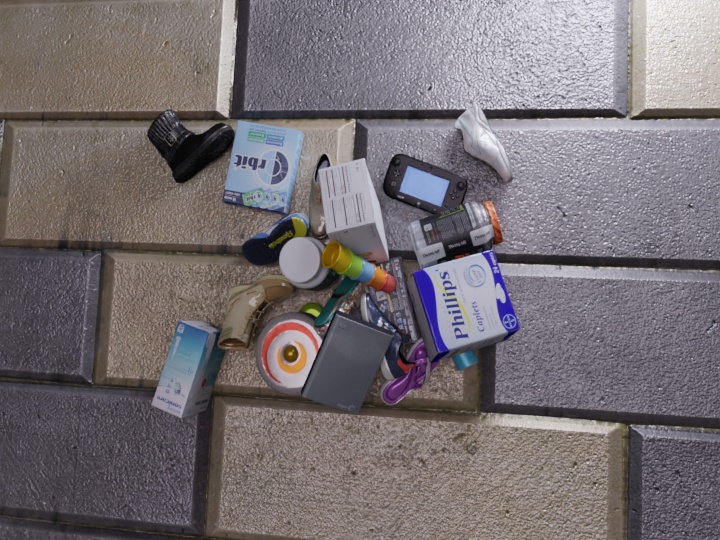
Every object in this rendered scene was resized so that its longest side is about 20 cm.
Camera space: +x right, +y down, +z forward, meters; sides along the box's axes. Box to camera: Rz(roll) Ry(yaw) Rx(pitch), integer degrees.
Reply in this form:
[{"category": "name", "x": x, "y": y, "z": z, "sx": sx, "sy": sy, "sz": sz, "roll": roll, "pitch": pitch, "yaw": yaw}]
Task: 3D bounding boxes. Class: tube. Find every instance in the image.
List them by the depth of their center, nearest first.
[{"category": "tube", "x": 0.207, "y": 0.127, "z": 1.455, "sx": 0.076, "sy": 0.050, "sz": 0.205, "roll": -19, "pitch": 79, "yaw": -27}]

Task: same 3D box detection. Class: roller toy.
[{"category": "roller toy", "x": -0.145, "y": 0.193, "z": 1.458, "sx": 0.178, "sy": 0.140, "sz": 0.205, "roll": -21, "pitch": 83, "yaw": 7}]

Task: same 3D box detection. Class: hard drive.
[{"category": "hard drive", "x": -0.030, "y": 0.202, "z": 1.368, "sx": 0.136, "sy": 0.033, "sz": 0.205, "roll": 20, "pitch": 105, "yaw": -14}]

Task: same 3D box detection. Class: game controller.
[{"category": "game controller", "x": 0.152, "y": -0.199, "z": 1.494, "sx": 0.195, "sy": 0.042, "sz": 0.107, "roll": 21, "pitch": 89, "yaw": 11}]

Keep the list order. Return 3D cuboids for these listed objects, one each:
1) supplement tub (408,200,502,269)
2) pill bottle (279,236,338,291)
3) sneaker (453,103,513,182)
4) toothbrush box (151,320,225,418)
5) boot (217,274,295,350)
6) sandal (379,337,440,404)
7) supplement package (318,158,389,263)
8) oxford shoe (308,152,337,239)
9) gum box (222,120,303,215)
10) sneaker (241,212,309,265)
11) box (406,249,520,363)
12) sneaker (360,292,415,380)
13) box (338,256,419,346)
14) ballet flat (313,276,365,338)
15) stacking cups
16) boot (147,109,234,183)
[{"category": "supplement tub", "x": 0.215, "y": -0.079, "z": 1.432, "sx": 0.194, "sy": 0.122, "sz": 0.126, "roll": -19, "pitch": 82, "yaw": 8}, {"category": "pill bottle", "x": -0.114, "y": -0.014, "z": 1.440, "sx": 0.109, "sy": 0.200, "sz": 0.117, "roll": -1, "pitch": 86, "yaw": 9}, {"category": "sneaker", "x": 0.289, "y": -0.284, "z": 1.472, "sx": 0.079, "sy": 0.070, "sz": 0.204, "roll": -32, "pitch": 75, "yaw": 14}, {"category": "toothbrush box", "x": -0.396, "y": 0.229, "z": 1.493, "sx": 0.083, "sy": 0.146, "sz": 0.206, "roll": 19, "pitch": 87, "yaw": 10}, {"category": "boot", "x": -0.243, "y": 0.100, "z": 1.467, "sx": 0.195, "sy": 0.073, "sz": 0.159, "roll": -14, "pitch": 49, "yaw": 24}, {"category": "sandal", "x": 0.126, "y": 0.235, "z": 1.442, "sx": 0.082, "sy": 0.050, "sz": 0.204, "roll": 34, "pitch": 101, "yaw": -22}, {"category": "supplement package", "x": -0.012, "y": -0.120, "z": 1.415, "sx": 0.107, "sy": 0.201, "sz": 0.160, "roll": -12, "pitch": 66, "yaw": 7}, {"category": "oxford shoe", "x": -0.097, "y": -0.181, "z": 1.515, "sx": 0.068, "sy": 0.074, "sz": 0.207, "roll": 2, "pitch": 86, "yaw": 9}, {"category": "gum box", "x": -0.240, "y": -0.253, "z": 1.559, "sx": 0.165, "sy": 0.045, "sz": 0.207, "roll": 10, "pitch": 86, "yaw": 11}, {"category": "sneaker", "x": -0.200, "y": -0.078, "z": 1.530, "sx": 0.196, "sy": 0.083, "sz": 0.075, "roll": -24, "pitch": 109, "yaw": 24}, {"category": "box", "x": 0.223, "y": 0.080, "z": 1.393, "sx": 0.194, "sy": 0.105, "sz": 0.189, "roll": -15, "pitch": 75, "yaw": -8}, {"category": "sneaker", "x": 0.065, "y": 0.137, "z": 1.414, "sx": 0.083, "sy": 0.075, "sz": 0.205, "roll": -22, "pitch": 90, "yaw": 15}, {"category": "box", "x": 0.044, "y": 0.086, "z": 1.483, "sx": 0.156, "sy": 0.049, "sz": 0.206, "roll": -14, "pitch": 83, "yaw": 5}, {"category": "ballet flat", "x": -0.038, "y": 0.077, "z": 1.425, "sx": 0.074, "sy": 0.065, "sz": 0.201, "roll": 1, "pitch": 45, "yaw": 46}, {"category": "stacking cups", "x": 0.000, "y": 0.000, "z": 1.388, "sx": 0.059, "sy": 0.198, "sz": 0.062, "roll": -20, "pitch": 57, "yaw": 35}, {"category": "boot", "x": -0.426, "y": -0.340, "z": 1.570, "sx": 0.208, "sy": 0.079, "sz": 0.160, "roll": -34, "pitch": 81, "yaw": 13}]
